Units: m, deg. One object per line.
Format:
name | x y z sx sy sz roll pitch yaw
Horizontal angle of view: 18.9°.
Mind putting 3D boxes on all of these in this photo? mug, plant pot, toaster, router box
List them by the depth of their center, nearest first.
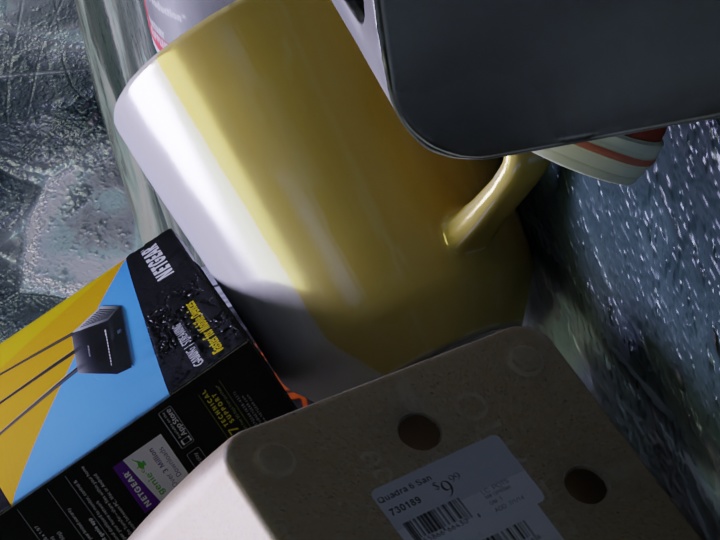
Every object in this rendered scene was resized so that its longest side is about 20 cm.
toaster | 0.030 -0.146 0.497 0.181 0.118 0.201 -119 16 -53
plant pot | 0.024 0.140 0.765 0.200 0.199 0.178 55 148 28
mug | -0.004 -0.031 0.868 0.187 0.149 0.154 83 162 -78
router box | -0.111 0.062 0.883 0.051 0.149 0.200 56 176 -18

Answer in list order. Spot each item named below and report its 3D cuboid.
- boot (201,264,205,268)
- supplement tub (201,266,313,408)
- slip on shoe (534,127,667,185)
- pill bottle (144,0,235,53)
boot | -0.101 -0.003 1.337 0.064 0.200 0.187 -3 115 47
supplement tub | -0.074 0.048 1.236 0.107 0.199 0.108 163 90 -82
slip on shoe | 0.055 -0.088 0.656 0.200 0.074 0.062 -110 42 -66
pill bottle | -0.054 -0.190 0.970 0.114 0.113 0.201 -115 13 -47
